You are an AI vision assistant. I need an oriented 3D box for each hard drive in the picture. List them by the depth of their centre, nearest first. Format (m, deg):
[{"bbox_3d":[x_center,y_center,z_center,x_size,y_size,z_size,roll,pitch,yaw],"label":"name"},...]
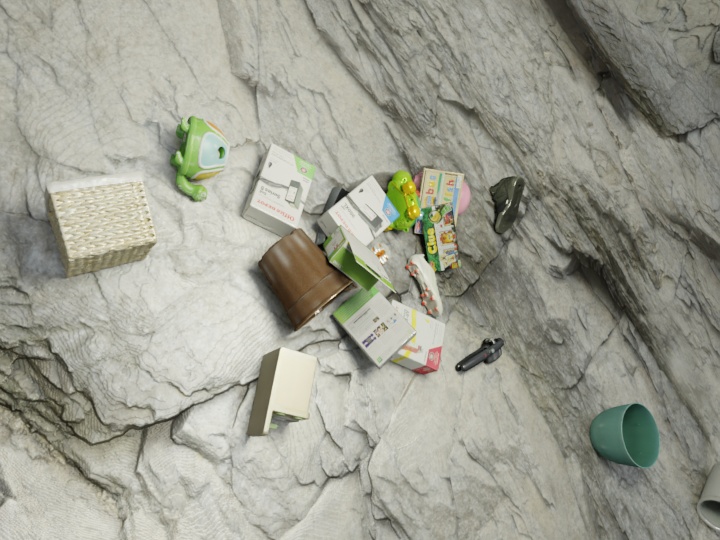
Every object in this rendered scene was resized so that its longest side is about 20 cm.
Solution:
[{"bbox_3d":[-0.049,-0.138,1.581,0.132,0.042,0.205,26,64,-21],"label":"hard drive"}]

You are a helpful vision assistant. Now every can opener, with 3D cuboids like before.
[{"bbox_3d":[0.380,0.267,1.694,0.196,0.063,0.081,-21,86,-33],"label":"can opener"}]

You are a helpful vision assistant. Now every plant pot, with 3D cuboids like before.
[{"bbox_3d":[-0.152,0.016,1.400,0.199,0.200,0.200,-37,86,-32],"label":"plant pot"},{"bbox_3d":[0.885,0.562,1.838,0.195,0.160,0.207,10,70,-27],"label":"plant pot"}]

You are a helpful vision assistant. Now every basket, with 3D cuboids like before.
[{"bbox_3d":[-0.565,-0.101,1.185,0.196,0.197,0.165,-17,87,-33],"label":"basket"}]

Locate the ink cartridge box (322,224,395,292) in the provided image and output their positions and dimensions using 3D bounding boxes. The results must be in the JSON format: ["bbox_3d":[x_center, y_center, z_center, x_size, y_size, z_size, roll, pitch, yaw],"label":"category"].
[{"bbox_3d":[-0.006,-0.008,1.362,0.076,0.201,0.147,-45,120,12],"label":"ink cartridge box"}]

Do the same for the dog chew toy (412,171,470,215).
[{"bbox_3d":[0.258,-0.257,1.754,0.195,0.124,0.128,22,65,-14],"label":"dog chew toy"}]

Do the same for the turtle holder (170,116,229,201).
[{"bbox_3d":[-0.405,-0.287,1.364,0.128,0.140,0.191,11,68,-27],"label":"turtle holder"}]

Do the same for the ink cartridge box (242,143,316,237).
[{"bbox_3d":[-0.222,-0.217,1.481,0.143,0.084,0.205,24,64,-22],"label":"ink cartridge box"}]

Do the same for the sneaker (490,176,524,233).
[{"bbox_3d":[0.506,-0.237,1.922,0.074,0.114,0.206,11,97,-31],"label":"sneaker"}]

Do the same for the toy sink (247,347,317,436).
[{"bbox_3d":[-0.187,0.308,1.316,0.110,0.130,0.206,19,65,-23],"label":"toy sink"}]

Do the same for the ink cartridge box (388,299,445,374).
[{"bbox_3d":[0.138,0.194,1.564,0.196,0.083,0.149,25,64,-21],"label":"ink cartridge box"}]

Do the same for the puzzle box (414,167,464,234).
[{"bbox_3d":[0.245,-0.211,1.696,0.129,0.025,0.206,7,105,-1],"label":"puzzle box"}]

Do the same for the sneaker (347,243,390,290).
[{"bbox_3d":[0.000,0.000,1.554,0.197,0.077,0.080,-31,85,-15],"label":"sneaker"}]

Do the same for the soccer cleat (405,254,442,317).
[{"bbox_3d":[0.212,0.042,1.666,0.076,0.069,0.204,-22,84,-35],"label":"soccer cleat"}]

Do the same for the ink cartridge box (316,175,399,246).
[{"bbox_3d":[-0.005,-0.149,1.534,0.200,0.084,0.146,-42,98,-31],"label":"ink cartridge box"}]

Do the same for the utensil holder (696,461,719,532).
[{"bbox_3d":[1.390,0.857,2.039,0.199,0.169,0.172,-37,94,-35],"label":"utensil holder"}]

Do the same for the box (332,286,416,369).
[{"bbox_3d":[0.038,0.147,1.480,0.143,0.037,0.200,-38,70,-14],"label":"box"}]

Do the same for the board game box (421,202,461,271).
[{"bbox_3d":[0.251,-0.102,1.691,0.101,0.023,0.206,-10,100,4],"label":"board game box"}]

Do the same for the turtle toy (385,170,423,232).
[{"bbox_3d":[0.130,-0.214,1.664,0.100,0.143,0.206,6,70,-48],"label":"turtle toy"}]
